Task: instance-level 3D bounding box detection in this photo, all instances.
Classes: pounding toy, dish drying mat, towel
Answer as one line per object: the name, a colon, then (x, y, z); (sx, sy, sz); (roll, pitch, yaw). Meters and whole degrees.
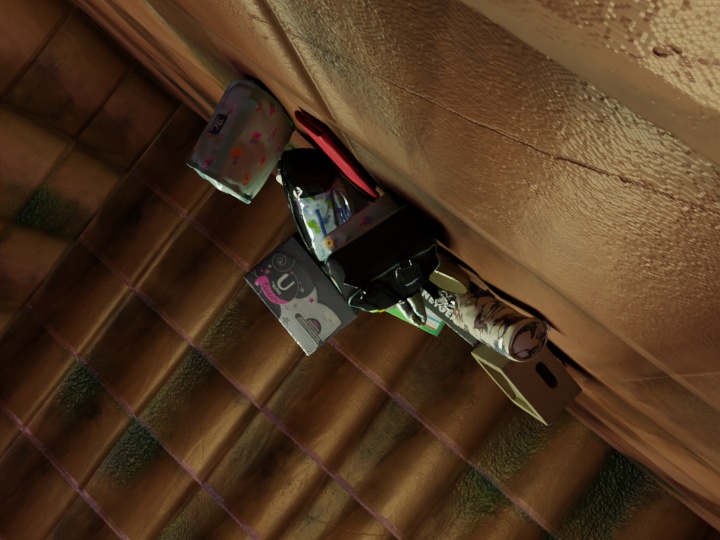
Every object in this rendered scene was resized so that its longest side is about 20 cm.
pounding toy: (0.358, 0.203, 1.332); (0.200, 0.142, 0.184); (48, 175, -12)
dish drying mat: (-0.032, -0.177, 1.009); (0.077, 0.018, 0.200); (40, -179, 33)
towel: (0.065, 0.008, 1.305); (0.201, 0.048, 0.171); (55, -169, -10)

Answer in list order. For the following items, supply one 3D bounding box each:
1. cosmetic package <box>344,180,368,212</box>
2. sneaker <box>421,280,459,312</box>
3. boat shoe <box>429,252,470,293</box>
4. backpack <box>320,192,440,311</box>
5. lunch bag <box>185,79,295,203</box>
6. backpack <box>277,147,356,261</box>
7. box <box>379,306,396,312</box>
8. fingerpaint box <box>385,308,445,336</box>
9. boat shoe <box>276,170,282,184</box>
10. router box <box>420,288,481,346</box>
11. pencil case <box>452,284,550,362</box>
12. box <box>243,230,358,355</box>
cosmetic package: (-0.065, -0.145, 1.422); (0.087, 0.104, 0.200); (40, 178, -17)
sneaker: (0.191, 0.065, 1.328); (0.081, 0.076, 0.200); (-10, -148, -33)
boat shoe: (0.137, -0.019, 1.211); (0.073, 0.063, 0.200); (48, 168, -36)
backpack: (0.038, -0.021, 1.064); (0.154, 0.175, 0.200); (56, -174, 23)
lunch bag: (-0.200, -0.214, 1.080); (0.121, 0.172, 0.200); (31, 179, 0)
backpack: (-0.070, -0.113, 1.207); (0.164, 0.152, 0.202); (-119, 22, -55)
box: (0.044, -0.014, 1.453); (0.064, 0.069, 0.203); (39, -145, -77)
fingerpaint box: (0.131, 0.064, 1.693); (0.198, 0.074, 0.167); (26, -154, -5)
boat shoe: (-0.105, -0.210, 1.550); (0.198, 0.063, 0.073); (22, 159, -28)
router box: (0.220, 0.085, 1.454); (0.200, 0.051, 0.148); (40, -160, 30)
pencil case: (0.237, 0.088, 1.107); (0.078, 0.090, 0.200); (44, 176, -26)
box: (-0.113, 0.042, 1.274); (0.201, 0.132, 0.115); (51, -173, -5)
